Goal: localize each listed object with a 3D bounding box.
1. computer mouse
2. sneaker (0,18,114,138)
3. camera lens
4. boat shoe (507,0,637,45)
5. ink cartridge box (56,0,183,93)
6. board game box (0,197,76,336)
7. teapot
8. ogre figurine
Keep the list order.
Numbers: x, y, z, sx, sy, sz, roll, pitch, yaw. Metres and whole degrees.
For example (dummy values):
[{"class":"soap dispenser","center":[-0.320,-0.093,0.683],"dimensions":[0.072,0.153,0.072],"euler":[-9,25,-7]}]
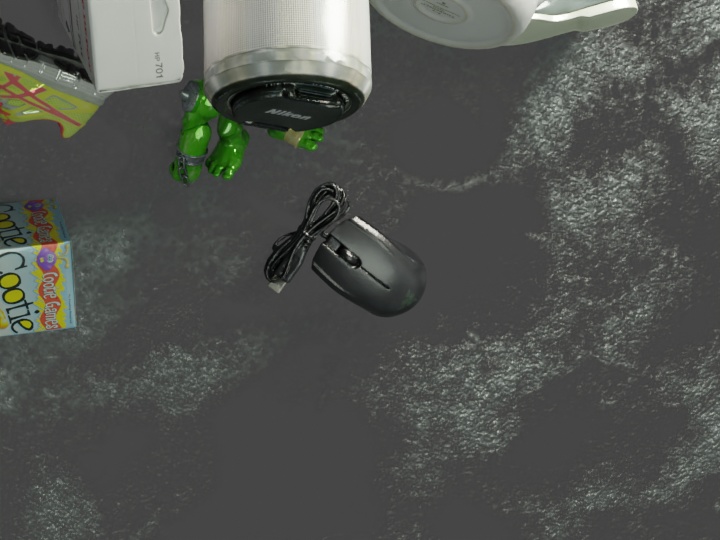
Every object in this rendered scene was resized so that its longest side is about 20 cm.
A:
[{"class":"computer mouse","center":[0.000,0.000,1.731],"dimensions":[0.199,0.053,0.139],"euler":[28,104,-31]},{"class":"sneaker","center":[-0.343,-0.185,1.481],"dimensions":[0.199,0.078,0.091],"euler":[23,115,-28]},{"class":"camera lens","center":[-0.070,-0.243,1.439],"dimensions":[0.158,0.160,0.202],"euler":[4,76,-23]},{"class":"boat shoe","center":[0.200,-0.290,1.651],"dimensions":[0.198,0.073,0.062],"euler":[-10,79,-8]},{"class":"ink cartridge box","center":[-0.228,-0.271,1.398],"dimensions":[0.085,0.200,0.148],"euler":[-9,121,-16]},{"class":"board game box","center":[-0.398,0.002,1.548],"dimensions":[0.198,0.105,0.104],"euler":[-7,120,-18]},{"class":"teapot","center":[0.096,-0.327,1.528],"dimensions":[0.200,0.196,0.147],"euler":[38,64,-53]},{"class":"ogre figurine","center":[-0.113,-0.170,1.570],"dimensions":[0.198,0.099,0.120],"euler":[-11,141,3]}]
